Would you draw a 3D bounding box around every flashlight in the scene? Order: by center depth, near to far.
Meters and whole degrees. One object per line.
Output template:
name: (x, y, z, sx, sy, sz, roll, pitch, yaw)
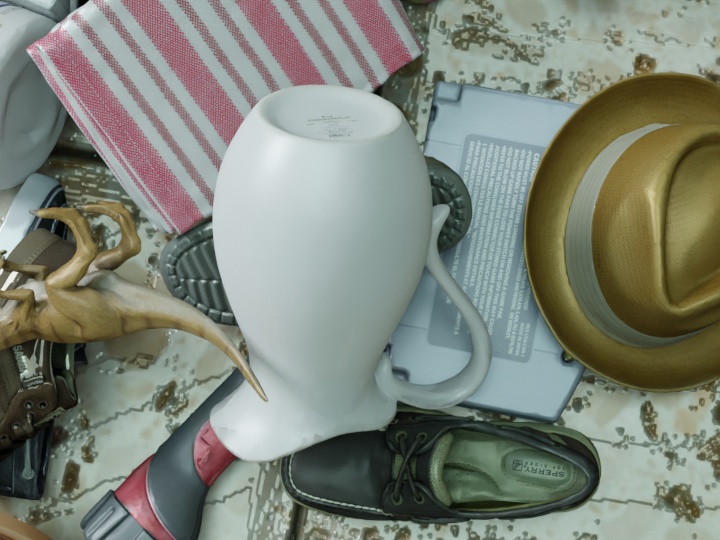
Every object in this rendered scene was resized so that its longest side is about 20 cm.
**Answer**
flashlight: (-0.081, 0.107, 1.135, 0.200, 0.068, 0.068, -44, 102, -4)

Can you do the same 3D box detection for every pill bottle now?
pill bottle: (-0.288, -0.131, 1.145, 0.199, 0.111, 0.111, 20, 84, 18)

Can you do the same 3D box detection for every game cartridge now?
game cartridge: (0.093, -0.010, 1.157, 0.133, 0.042, 0.201, 11, 83, 0)

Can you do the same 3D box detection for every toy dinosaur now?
toy dinosaur: (-0.143, 0.016, 1.034, 0.199, 0.060, 0.107, -1, 96, 12)

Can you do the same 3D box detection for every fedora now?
fedora: (0.195, -0.026, 1.106, 0.200, 0.082, 0.202, 1, 85, -16)

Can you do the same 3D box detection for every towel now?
towel: (-0.077, -0.132, 1.092, 0.200, 0.030, 0.147, -37, 114, -5)

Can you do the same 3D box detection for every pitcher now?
pitcher: (0.000, 0.000, 1.048, 0.171, 0.121, 0.201, -7, 120, -20)

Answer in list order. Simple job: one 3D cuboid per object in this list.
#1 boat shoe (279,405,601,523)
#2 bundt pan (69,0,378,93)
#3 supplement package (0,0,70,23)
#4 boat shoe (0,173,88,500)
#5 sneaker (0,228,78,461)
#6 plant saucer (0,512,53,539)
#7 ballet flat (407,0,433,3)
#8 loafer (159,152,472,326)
boat shoe: (0.048, 0.118, 1.126, 0.200, 0.066, 0.072, 2, 84, 3)
bundt pan: (-0.085, -0.155, 1.135, 0.201, 0.076, 0.203, -5, 109, -15)
supplement package: (-0.211, -0.269, 1.167, 0.155, 0.111, 0.201, 24, 84, 5)
boat shoe: (-0.200, 0.043, 1.146, 0.068, 0.072, 0.201, 12, 86, 6)
sneaker: (-0.210, 0.077, 1.081, 0.075, 0.070, 0.200, 30, 96, 6)
plant saucer: (-0.251, 0.218, 1.099, 0.199, 0.032, 0.201, -2, 119, -4)
ballet flat: (0.019, -0.245, 1.121, 0.069, 0.071, 0.200, -39, 122, -20)
loafer: (-0.025, -0.022, 1.131, 0.199, 0.070, 0.075, -14, 110, 12)
